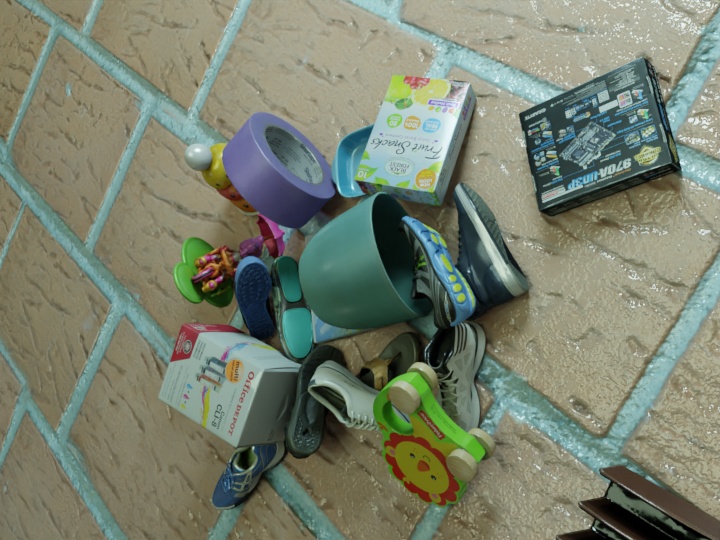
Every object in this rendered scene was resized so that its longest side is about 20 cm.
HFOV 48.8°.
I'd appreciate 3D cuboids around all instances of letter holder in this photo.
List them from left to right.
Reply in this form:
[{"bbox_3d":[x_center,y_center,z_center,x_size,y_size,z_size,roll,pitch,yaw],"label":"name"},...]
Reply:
[{"bbox_3d":[0.354,0.329,0.948,0.199,0.141,0.102,27,99,39],"label":"letter holder"}]

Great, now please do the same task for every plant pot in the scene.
[{"bbox_3d":[0.000,0.000,1.245,0.159,0.200,0.203,-20,69,24],"label":"plant pot"}]

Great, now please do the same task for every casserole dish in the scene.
[{"bbox_3d":[0.035,-0.192,1.373,0.198,0.039,0.123,-13,74,38],"label":"casserole dish"}]

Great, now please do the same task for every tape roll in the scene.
[{"bbox_3d":[-0.143,-0.179,1.411,0.085,0.199,0.201,-43,58,25],"label":"tape roll"}]

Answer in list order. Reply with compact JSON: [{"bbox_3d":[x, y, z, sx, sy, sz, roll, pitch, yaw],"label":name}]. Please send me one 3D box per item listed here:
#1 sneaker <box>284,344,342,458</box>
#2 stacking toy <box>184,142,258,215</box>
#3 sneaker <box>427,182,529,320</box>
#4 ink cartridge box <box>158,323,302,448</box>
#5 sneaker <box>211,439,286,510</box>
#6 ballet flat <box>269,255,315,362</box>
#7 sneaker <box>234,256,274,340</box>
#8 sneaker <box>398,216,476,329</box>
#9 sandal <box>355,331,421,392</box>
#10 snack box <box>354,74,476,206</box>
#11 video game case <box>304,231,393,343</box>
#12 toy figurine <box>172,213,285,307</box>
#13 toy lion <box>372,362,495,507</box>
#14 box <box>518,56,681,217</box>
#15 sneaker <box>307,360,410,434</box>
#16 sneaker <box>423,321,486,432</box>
[{"bbox_3d":[-0.086,0.230,1.367,0.114,0.075,0.202,120,164,-61],"label":"sneaker"},{"bbox_3d":[-0.256,-0.192,1.506,0.145,0.199,0.148,-8,77,38],"label":"stacking toy"},{"bbox_3d":[0.152,-0.021,1.221,0.146,0.077,0.204,-34,63,26],"label":"sneaker"},{"bbox_3d":[-0.220,0.198,1.390,0.198,0.144,0.147,23,96,29],"label":"ink cartridge box"},{"bbox_3d":[-0.221,0.364,1.454,0.201,0.077,0.076,-52,55,19],"label":"sneaker"},{"bbox_3d":[-0.127,0.074,1.449,0.074,0.074,0.203,-22,66,34],"label":"ballet flat"},{"bbox_3d":[-0.199,0.039,1.447,0.202,0.069,0.078,91,158,-45],"label":"sneaker"},{"bbox_3d":[0.097,0.000,1.171,0.083,0.070,0.201,-41,54,25],"label":"sneaker"},{"bbox_3d":[0.023,0.176,1.304,0.199,0.054,0.082,-38,60,28],"label":"sandal"},{"bbox_3d":[0.090,-0.212,1.269,0.141,0.053,0.202,11,72,27],"label":"snack box"},{"bbox_3d":[-0.019,0.013,1.390,0.181,0.022,0.203,-18,71,36],"label":"video game case"},{"bbox_3d":[-0.230,-0.031,1.483,0.183,0.200,0.151,-29,94,19],"label":"toy figurine"},{"bbox_3d":[0.090,0.256,1.172,0.200,0.069,0.192,49,139,2],"label":"toy lion"},{"bbox_3d":[0.332,-0.185,1.123,0.198,0.046,0.161,-21,69,35],"label":"box"},{"bbox_3d":[0.002,0.225,1.260,0.198,0.071,0.074,30,130,12],"label":"sneaker"},{"bbox_3d":[0.125,0.172,1.182,0.075,0.115,0.203,3,84,39],"label":"sneaker"}]
